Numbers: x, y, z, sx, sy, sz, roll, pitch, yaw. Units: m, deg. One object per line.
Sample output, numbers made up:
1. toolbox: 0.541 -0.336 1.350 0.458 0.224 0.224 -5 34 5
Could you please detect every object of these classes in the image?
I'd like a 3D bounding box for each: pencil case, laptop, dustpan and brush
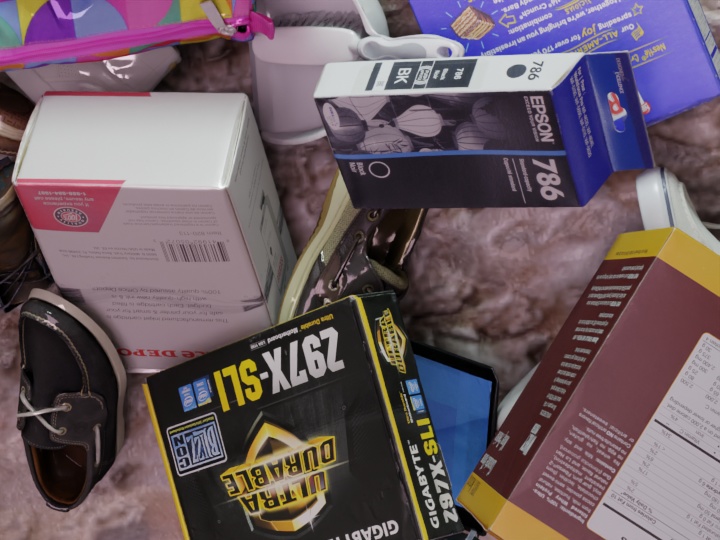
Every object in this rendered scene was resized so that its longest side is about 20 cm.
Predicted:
1. pencil case: -0.159 -0.176 1.477 0.198 0.088 0.089 -8 102 -7
2. laptop: -0.013 0.148 1.537 0.176 0.200 0.104 18 148 39
3. dustpan and brush: -0.008 -0.147 1.491 0.199 0.057 0.141 4 106 32

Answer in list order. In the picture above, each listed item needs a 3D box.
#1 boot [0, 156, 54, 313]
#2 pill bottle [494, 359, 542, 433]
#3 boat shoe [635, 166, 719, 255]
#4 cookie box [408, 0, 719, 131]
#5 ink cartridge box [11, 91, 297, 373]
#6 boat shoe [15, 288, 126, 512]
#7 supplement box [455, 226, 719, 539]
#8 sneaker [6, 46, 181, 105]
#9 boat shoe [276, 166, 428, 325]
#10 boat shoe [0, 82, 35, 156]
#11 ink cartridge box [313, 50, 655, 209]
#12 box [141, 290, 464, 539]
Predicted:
1. boot: -0.230 -0.021 1.547 0.074 0.200 0.097 -32 101 -5
2. pill bottle: 0.189 0.136 1.519 0.112 0.112 0.200 -42 92 19
3. boat shoe: 0.250 0.016 1.496 0.086 0.075 0.203 -21 100 18
4. cookie box: 0.122 -0.178 1.477 0.170 0.075 0.201 -21 98 19
5. ink cartridge box: -0.129 -0.022 1.520 0.145 0.083 0.201 1 143 13
6. boat shoe: -0.203 0.091 1.572 0.071 0.068 0.201 22 144 17
7. supplement box: 0.171 0.096 1.364 0.132 0.197 0.201 32 88 -2
8. sneaker: -0.209 -0.183 1.567 0.116 0.074 0.200 -45 79 -1
9. boat shoe: 0.000 0.000 1.527 0.064 0.073 0.202 19 93 33
10. boat shoe: -0.293 -0.104 1.568 0.202 0.074 0.075 27 104 41
11. ink cartridge box: 0.077 -0.086 1.431 0.198 0.039 0.100 -2 133 22
12. box: -0.041 0.117 1.482 0.199 0.049 0.161 -21 80 38
